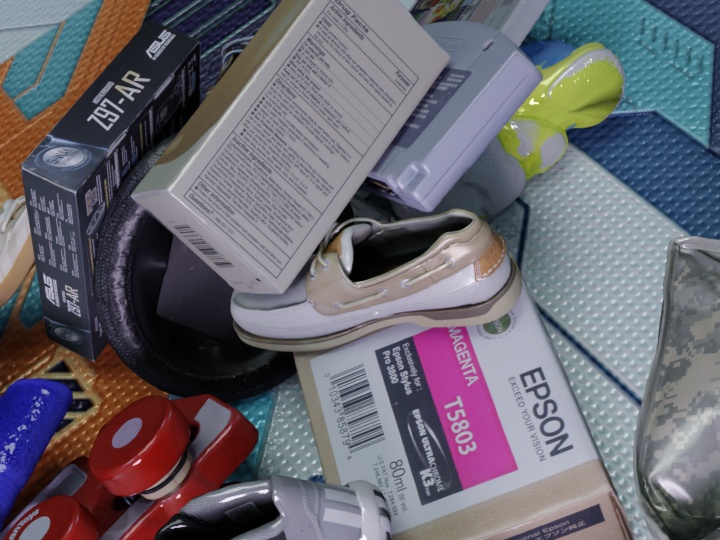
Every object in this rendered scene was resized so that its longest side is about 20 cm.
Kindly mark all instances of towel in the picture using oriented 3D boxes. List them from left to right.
[{"bbox_3d":[-0.270,0.168,0.935,0.148,0.049,0.201,-40,21,55],"label":"towel"}]

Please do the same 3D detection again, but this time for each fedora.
[{"bbox_3d":[-0.098,-0.013,1.003,0.200,0.201,0.092,-29,20,-2],"label":"fedora"}]

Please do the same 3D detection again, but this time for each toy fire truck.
[{"bbox_3d":[-0.164,0.157,0.926,0.200,0.112,0.168,-48,30,-15],"label":"toy fire truck"}]

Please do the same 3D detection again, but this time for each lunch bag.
[{"bbox_3d":[0.215,0.106,0.765,0.117,0.164,0.201,2,54,25],"label":"lunch bag"}]

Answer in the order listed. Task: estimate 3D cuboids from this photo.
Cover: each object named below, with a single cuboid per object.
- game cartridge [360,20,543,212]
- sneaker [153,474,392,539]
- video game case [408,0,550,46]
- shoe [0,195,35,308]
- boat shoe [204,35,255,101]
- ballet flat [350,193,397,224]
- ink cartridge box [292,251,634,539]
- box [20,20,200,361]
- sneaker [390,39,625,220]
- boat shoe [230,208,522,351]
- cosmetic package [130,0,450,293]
[{"bbox_3d":[0.041,-0.111,0.964,0.133,0.041,0.200,-53,25,-4],"label":"game cartridge"},{"bbox_3d":[-0.081,0.181,0.808,0.200,0.115,0.075,-52,37,23],"label":"sneaker"},{"bbox_3d":[0.061,-0.164,1.089,0.182,0.023,0.200,-6,45,56],"label":"video game case"},{"bbox_3d":[-0.271,-0.009,1.054,0.200,0.053,0.070,-44,12,39],"label":"shoe"},{"bbox_3d":[-0.078,-0.136,1.048,0.072,0.200,0.073,-9,94,8],"label":"boat shoe"},{"bbox_3d":[-0.027,-0.038,1.047,0.072,0.072,0.200,-44,51,-15],"label":"ballet flat"},{"bbox_3d":[0.057,0.105,0.891,0.164,0.075,0.201,-23,47,5],"label":"ink cartridge box"},{"bbox_3d":[-0.172,-0.054,1.015,0.043,0.200,0.161,24,55,11],"label":"box"},{"bbox_3d":[0.099,-0.106,1.060,0.199,0.076,0.105,-31,30,-5],"label":"sneaker"},{"bbox_3d":[0.000,0.000,0.906,0.199,0.069,0.075,-10,40,22],"label":"boat shoe"},{"bbox_3d":[-0.043,-0.093,0.908,0.200,0.105,0.071,-54,23,-18],"label":"cosmetic package"}]
